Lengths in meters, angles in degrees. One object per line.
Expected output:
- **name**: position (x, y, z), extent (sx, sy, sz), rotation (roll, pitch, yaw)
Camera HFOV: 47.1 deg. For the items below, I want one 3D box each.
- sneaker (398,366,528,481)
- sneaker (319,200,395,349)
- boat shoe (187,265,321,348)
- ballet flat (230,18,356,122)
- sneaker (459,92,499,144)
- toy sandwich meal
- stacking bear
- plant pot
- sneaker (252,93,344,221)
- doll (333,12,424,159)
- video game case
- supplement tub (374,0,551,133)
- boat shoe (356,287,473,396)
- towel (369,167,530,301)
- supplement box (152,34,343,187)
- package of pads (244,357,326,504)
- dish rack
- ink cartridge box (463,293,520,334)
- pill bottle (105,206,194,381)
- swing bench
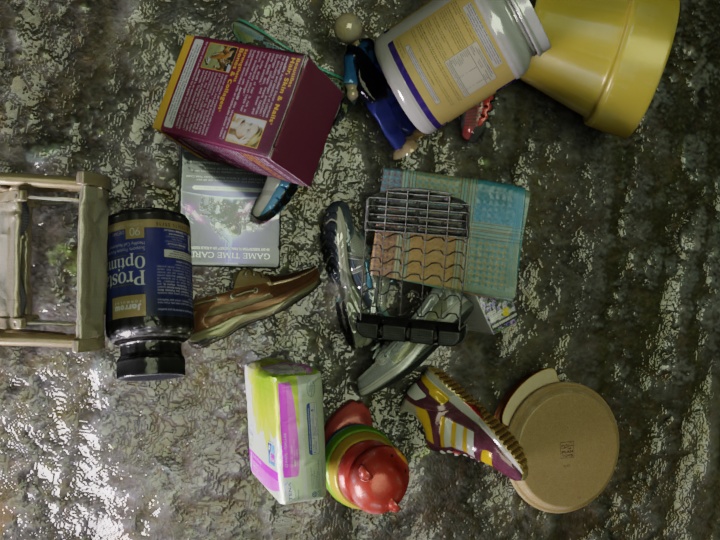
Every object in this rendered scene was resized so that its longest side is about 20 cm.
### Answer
- **sneaker**: position (0.143, 0.231, 1.149), extent (0.200, 0.075, 0.091), rotation (44, 103, 19)
- **sneaker**: position (0.000, 0.000, 1.145), extent (0.084, 0.077, 0.205), rotation (-15, 101, -18)
- **boat shoe**: position (-0.149, 0.034, 1.105), extent (0.196, 0.076, 0.075), rotation (-25, 91, -13)
- **ballet flat**: position (-0.097, -0.266, 1.126), extent (0.197, 0.074, 0.076), rotation (27, 83, -9)
- **sneaker**: position (0.152, -0.286, 1.182), extent (0.095, 0.071, 0.206), rotation (5, 91, -5)
- **toy sandwich meal**: position (0.281, 0.249, 1.203), extent (0.200, 0.070, 0.211), rotation (0, 92, -14)
- **stacking bear**: position (0.008, 0.256, 1.069), extent (0.113, 0.200, 0.123), rotation (-37, 97, -11)
- **plant pot**: position (0.321, -0.313, 1.166), extent (0.185, 0.201, 0.206), rotation (17, 85, 3)
- **sneaker**: position (-0.102, -0.165, 1.101), extent (0.085, 0.075, 0.203), rotation (29, 91, 0)
- **doll**: position (0.022, -0.260, 1.136), extent (0.202, 0.048, 0.137), rotation (57, 39, -20)
- **video game case**: position (-0.177, -0.107, 1.129), extent (0.139, 0.019, 0.206), rotation (2, 89, -12)
- **supplement tub**: position (0.132, -0.289, 1.071), extent (0.197, 0.145, 0.147), rotation (-29, 95, 16)
- **boat shoe**: position (0.066, 0.096, 1.139), extent (0.202, 0.074, 0.065), rotation (-45, 73, 15)
- **towel**: position (0.116, -0.049, 1.083), extent (0.195, 0.022, 0.151), rotation (10, 99, 8)
- **supplement box**: position (-0.140, -0.201, 1.028), extent (0.197, 0.103, 0.134), rotation (18, 84, 30)
- **package of pads**: position (-0.100, 0.193, 1.047), extent (0.067, 0.199, 0.159), rotation (-3, 89, -19)
- **dish rack**: position (0.069, -0.003, 1.061), extent (0.149, 0.055, 0.206), rotation (5, 98, 7)
- **ink cartridge box**: position (0.145, -0.013, 1.153), extent (0.050, 0.109, 0.204), rotation (-25, 94, -12)
- **pill bottle**: position (-0.266, 0.033, 1.041), extent (0.109, 0.112, 0.205), rotation (-2, 78, -12)
- **swing bench**: position (-0.387, -0.012, 0.993), extent (0.195, 0.130, 0.205), rotation (3, 89, 9)
